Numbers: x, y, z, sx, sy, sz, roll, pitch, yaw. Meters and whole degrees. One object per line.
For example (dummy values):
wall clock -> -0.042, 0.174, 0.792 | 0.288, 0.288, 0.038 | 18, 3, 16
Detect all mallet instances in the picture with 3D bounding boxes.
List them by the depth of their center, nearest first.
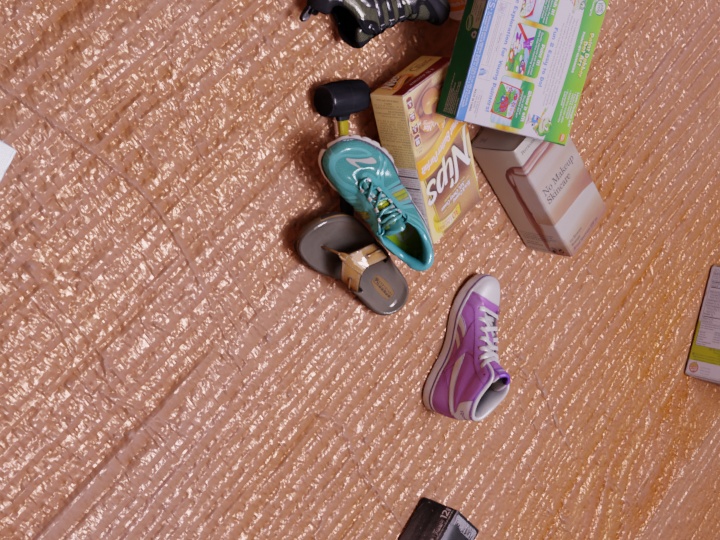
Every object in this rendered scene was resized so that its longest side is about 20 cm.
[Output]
mallet -> -0.011, -0.131, 1.358 | 0.066, 0.041, 0.201 | -27, 119, -38

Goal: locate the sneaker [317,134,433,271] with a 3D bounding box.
sneaker -> 0.028, -0.078, 1.318 | 0.077, 0.080, 0.200 | -37, 121, 10

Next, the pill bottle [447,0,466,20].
pill bottle -> 0.124, -0.377, 1.378 | 0.200, 0.112, 0.112 | 48, 67, -36

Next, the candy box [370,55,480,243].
candy box -> 0.083, -0.149, 1.398 | 0.115, 0.055, 0.201 | -41, 129, -38

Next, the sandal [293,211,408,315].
sandal -> 0.000, 0.000, 1.363 | 0.082, 0.055, 0.200 | -45, 130, -1

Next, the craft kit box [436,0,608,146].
craft kit box -> 0.200, -0.266, 1.377 | 0.197, 0.048, 0.201 | 8, 103, -36

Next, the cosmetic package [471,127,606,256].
cosmetic package -> 0.245, -0.126, 1.545 | 0.104, 0.087, 0.200 | -51, 126, -20

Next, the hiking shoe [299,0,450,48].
hiking shoe -> 0.015, -0.307, 1.331 | 0.199, 0.076, 0.101 | 11, 99, -33

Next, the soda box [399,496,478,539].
soda box -> 0.073, 0.407, 1.501 | 0.063, 0.071, 0.200 | 46, 67, -35

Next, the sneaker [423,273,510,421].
sneaker -> 0.168, 0.105, 1.503 | 0.072, 0.114, 0.201 | 25, 80, -39

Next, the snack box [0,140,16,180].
snack box -> -0.408, -0.052, 1.017 | 0.116, 0.037, 0.201 | 35, 75, -39

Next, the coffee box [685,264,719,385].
coffee box -> 0.708, 0.117, 1.922 | 0.199, 0.199, 0.199 | 18, 85, -42
